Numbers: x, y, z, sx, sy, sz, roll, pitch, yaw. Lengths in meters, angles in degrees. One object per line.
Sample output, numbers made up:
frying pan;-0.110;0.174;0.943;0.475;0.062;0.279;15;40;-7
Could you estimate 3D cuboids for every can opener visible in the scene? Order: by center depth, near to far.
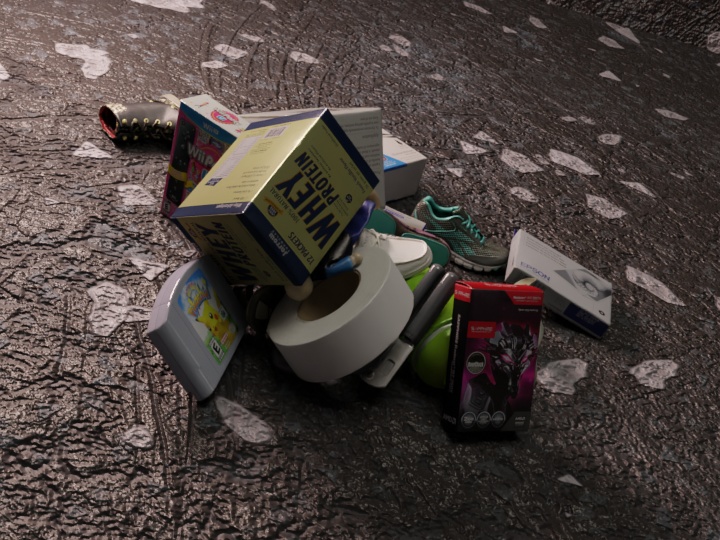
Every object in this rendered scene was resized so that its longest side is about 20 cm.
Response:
can opener;0.064;0.075;1.498;0.052;0.067;0.201;31;74;29

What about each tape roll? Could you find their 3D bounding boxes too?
tape roll;-0.028;0.059;1.485;0.071;0.200;0.204;55;17;-26

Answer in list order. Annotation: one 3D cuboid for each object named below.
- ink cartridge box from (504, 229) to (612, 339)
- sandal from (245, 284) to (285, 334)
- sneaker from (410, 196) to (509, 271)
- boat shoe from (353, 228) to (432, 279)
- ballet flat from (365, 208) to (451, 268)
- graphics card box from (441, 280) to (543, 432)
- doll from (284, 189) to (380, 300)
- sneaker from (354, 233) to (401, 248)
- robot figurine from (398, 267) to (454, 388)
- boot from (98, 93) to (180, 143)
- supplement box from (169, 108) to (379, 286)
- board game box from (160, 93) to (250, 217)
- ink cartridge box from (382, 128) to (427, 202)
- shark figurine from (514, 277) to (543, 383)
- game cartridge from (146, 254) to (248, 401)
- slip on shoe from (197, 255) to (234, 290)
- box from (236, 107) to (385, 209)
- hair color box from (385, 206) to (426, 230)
ink cartridge box;0.350;0.008;1.895;0.198;0.041;0.201;30;30;-5
sandal;-0.137;0.034;1.579;0.056;0.081;0.201;18;17;4
sneaker;0.175;-0.066;1.903;0.197;0.092;0.078;20;31;1
boat shoe;0.007;-0.027;1.582;0.196;0.070;0.071;-5;42;2
ballet flat;0.051;-0.053;1.721;0.197;0.070;0.071;22;-1;-15
graphics card box;0.182;0.120;1.500;0.123;0.204;0.051;3;7;-27
doll;-0.049;-0.034;1.524;0.135;0.049;0.201;5;49;34
sneaker;0.000;0.000;1.676;0.196;0.089;0.080;-7;67;-7
robot figurine;0.109;0.086;1.584;0.173;0.117;0.201;-12;47;-25
boot;-0.356;-0.247;1.918;0.152;0.075;0.203;-14;39;-39
supplement box;-0.120;-0.098;1.502;0.198;0.135;0.201;0;46;52
board game box;-0.231;-0.151;1.699;0.147;0.203;0.064;33;33;25
ink cartridge box;0.003;-0.215;2.055;0.199;0.085;0.145;37;35;26
shark figurine;0.256;0.096;1.709;0.127;0.090;0.215;-26;33;-6
game cartridge;-0.215;0.065;1.447;0.134;0.040;0.201;55;24;-19
slip on shoe;-0.227;0.022;1.571;0.060;0.075;0.201;-18;26;31
box;-0.092;-0.176;1.788;0.197;0.175;0.198;-13;14;-43
hair color box;0.031;-0.037;1.803;0.108;0.066;0.200;23;32;6
